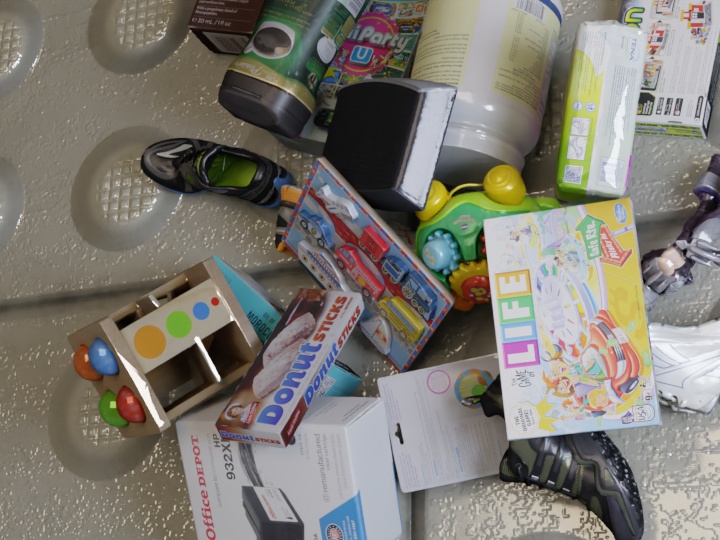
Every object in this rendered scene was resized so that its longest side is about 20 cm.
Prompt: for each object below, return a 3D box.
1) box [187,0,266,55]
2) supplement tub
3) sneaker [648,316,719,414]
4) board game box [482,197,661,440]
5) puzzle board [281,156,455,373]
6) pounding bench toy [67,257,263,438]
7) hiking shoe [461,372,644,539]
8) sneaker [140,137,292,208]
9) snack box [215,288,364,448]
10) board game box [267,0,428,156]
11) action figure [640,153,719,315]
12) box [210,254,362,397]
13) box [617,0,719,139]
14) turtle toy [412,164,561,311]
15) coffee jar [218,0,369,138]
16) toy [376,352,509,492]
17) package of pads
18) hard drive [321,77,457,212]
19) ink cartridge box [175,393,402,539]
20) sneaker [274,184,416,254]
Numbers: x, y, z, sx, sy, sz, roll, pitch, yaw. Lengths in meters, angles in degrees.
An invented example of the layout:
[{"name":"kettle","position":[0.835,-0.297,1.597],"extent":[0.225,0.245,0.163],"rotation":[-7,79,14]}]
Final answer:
[{"name":"box","position":[-0.124,-0.364,1.494],"extent":[0.100,0.075,0.201],"rotation":[11,75,27]},{"name":"supplement tub","position":[0.125,-0.199,1.278],"extent":[0.144,0.145,0.201],"rotation":[6,75,26]},{"name":"sneaker","position":[0.285,0.091,1.127],"extent":[0.199,0.075,0.088],"rotation":[-6,78,6]},{"name":"board game box","position":[0.188,0.045,1.096],"extent":[0.134,0.034,0.201],"rotation":[-9,80,16]},{"name":"puzzle board","position":[0.000,0.000,1.248],"extent":[0.017,0.151,0.200],"rotation":[-32,73,-35]},{"name":"pounding bench toy","position":[-0.222,0.092,1.292],"extent":[0.156,0.200,0.125],"rotation":[-32,96,-29]},{"name":"hiking shoe","position":[0.183,0.178,1.146],"extent":[0.101,0.076,0.200],"rotation":[-37,80,16]},{"name":"sneaker","position":[-0.173,-0.123,1.423],"extent":[0.199,0.083,0.071],"rotation":[14,78,28]},{"name":"snack box","position":[-0.066,0.091,1.202],"extent":[0.072,0.024,0.200],"rotation":[4,41,25]},{"name":"board game box","position":[-0.002,-0.226,1.394],"extent":[0.147,0.064,0.201],"rotation":[16,79,27]},{"name":"action figure","position":[0.312,-0.025,1.146],"extent":[0.069,0.130,0.200],"rotation":[43,77,-4]},{"name":"box","position":[-0.093,0.067,1.320],"extent":[0.200,0.082,0.049],"rotation":[41,92,31]},{"name":"box","position":[0.319,-0.238,1.267],"extent":[0.110,0.035,0.201],"rotation":[8,76,27]},{"name":"turtle toy","position":[0.141,-0.022,1.199],"extent":[0.199,0.146,0.101],"rotation":[-10,52,21]},{"name":"coffee jar","position":[-0.073,-0.249,1.349],"extent":[0.104,0.085,0.201],"rotation":[23,83,27]},{"name":"toy","position":[0.127,0.139,1.205],"extent":[0.199,0.047,0.116],"rotation":[-13,90,10]},{"name":"package of pads","position":[0.223,-0.142,1.150],"extent":[0.068,0.200,0.155],"rotation":[8,90,8]},{"name":"hard drive","position":[0.019,-0.131,1.236],"extent":[0.200,0.042,0.135],"rotation":[18,92,63]},{"name":"ink cartridge box","position":[-0.072,0.205,1.218],"extent":[0.199,0.084,0.146],"rotation":[-2,104,29]},{"name":"sneaker","position":[-0.010,-0.030,1.328],"extent":[0.200,0.078,0.078],"rotation":[23,96,33]}]
